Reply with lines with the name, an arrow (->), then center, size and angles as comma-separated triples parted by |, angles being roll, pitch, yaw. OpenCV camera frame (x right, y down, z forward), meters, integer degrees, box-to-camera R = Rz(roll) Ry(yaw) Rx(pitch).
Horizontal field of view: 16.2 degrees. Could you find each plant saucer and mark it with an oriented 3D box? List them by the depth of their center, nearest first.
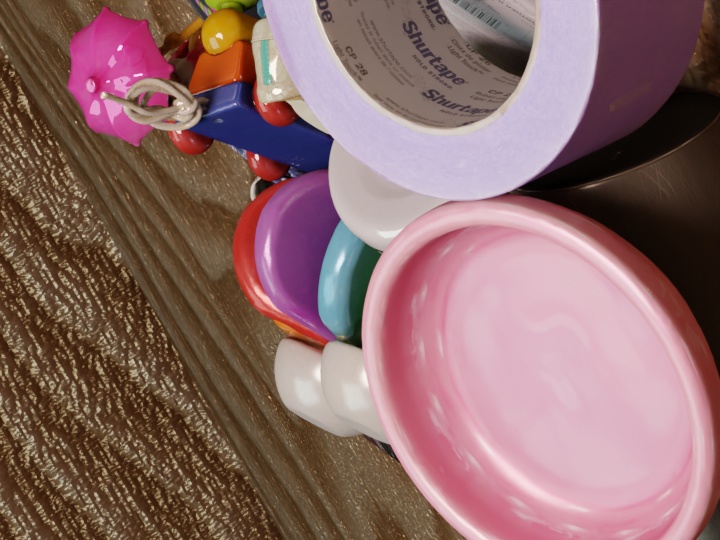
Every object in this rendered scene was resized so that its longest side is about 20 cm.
plant saucer -> 0.092, 0.052, 1.199 | 0.200, 0.051, 0.201 | 22, 126, 33

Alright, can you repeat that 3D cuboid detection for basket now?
basket -> 0.157, 0.025, 1.254 | 0.180, 0.136, 0.200 | -10, 111, 38

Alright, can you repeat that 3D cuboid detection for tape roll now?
tape roll -> 0.052, -0.138, 1.159 | 0.200, 0.085, 0.201 | 20, 121, 37

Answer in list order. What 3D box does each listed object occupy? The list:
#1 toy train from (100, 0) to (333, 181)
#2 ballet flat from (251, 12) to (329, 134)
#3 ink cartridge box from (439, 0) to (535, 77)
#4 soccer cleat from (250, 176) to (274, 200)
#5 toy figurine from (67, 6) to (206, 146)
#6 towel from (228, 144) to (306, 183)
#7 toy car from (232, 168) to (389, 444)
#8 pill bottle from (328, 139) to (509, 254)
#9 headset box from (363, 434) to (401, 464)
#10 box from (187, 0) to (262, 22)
toy train -> -0.077, -0.131, 1.475 | 0.200, 0.085, 0.116 | 17, -116, -49
ballet flat -> 0.009, -0.100, 1.462 | 0.067, 0.200, 0.063 | -8, 76, 44
ink cartridge box -> 0.075, -0.128, 1.331 | 0.119, 0.042, 0.200 | 33, 167, -4
soccer cleat -> -0.055, -0.078, 1.978 | 0.069, 0.085, 0.200 | 62, 168, -19
toy figurine -> -0.122, -0.157, 1.810 | 0.150, 0.184, 0.200 | 54, 168, 19
towel -> -0.002, -0.068, 1.725 | 0.200, 0.144, 0.024 | 39, 120, 57
toy car -> 0.000, 0.000, 1.513 | 0.150, 0.175, 0.200 | 32, 170, -17
pill bottle -> 0.083, -0.028, 1.352 | 0.200, 0.113, 0.112 | 33, -171, -44
headset box -> 0.067, 0.058, 1.661 | 0.077, 0.149, 0.200 | 55, 171, -22
box -> -0.065, -0.230, 1.578 | 0.122, 0.106, 0.200 | 52, 167, 26
